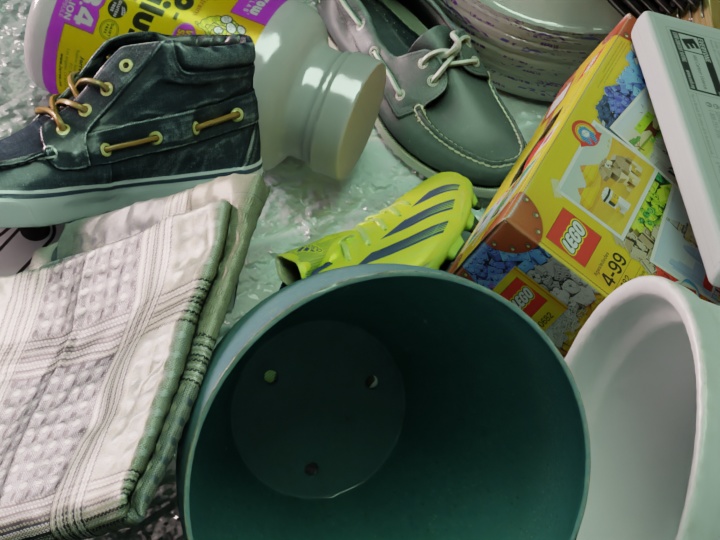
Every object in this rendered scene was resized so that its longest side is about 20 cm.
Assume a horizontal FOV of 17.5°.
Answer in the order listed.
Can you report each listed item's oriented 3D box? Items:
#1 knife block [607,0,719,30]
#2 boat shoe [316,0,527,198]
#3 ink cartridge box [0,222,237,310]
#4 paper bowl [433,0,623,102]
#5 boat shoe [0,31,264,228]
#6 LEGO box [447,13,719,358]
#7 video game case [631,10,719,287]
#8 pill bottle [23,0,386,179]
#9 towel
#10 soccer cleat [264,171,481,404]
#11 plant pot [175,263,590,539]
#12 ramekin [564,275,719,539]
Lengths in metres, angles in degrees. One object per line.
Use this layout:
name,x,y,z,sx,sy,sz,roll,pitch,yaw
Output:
knife block,0.219,-0.180,1.410,0.199,0.064,0.177,1,80,-36
boat shoe,0.038,-0.123,1.418,0.072,0.062,0.200,-20,53,-27
ink cartridge box,-0.173,-0.015,1.288,0.198,0.044,0.094,-6,50,-16
paper bowl,0.130,-0.208,1.490,0.199,0.105,0.202,6,47,-6
boat shoe,-0.147,-0.078,1.245,0.199,0.092,0.071,-7,17,-24
LEGO box,0.155,-0.024,1.301,0.149,0.077,0.200,37,47,-4
video game case,0.250,-0.053,1.284,0.181,0.023,0.201,11,42,-22
pill bottle,-0.089,-0.123,1.365,0.199,0.105,0.105,22,46,11
towel,-0.140,0.047,1.130,0.034,0.192,0.201,39,53,-29
soccer cleat,0.000,0.000,1.285,0.083,0.065,0.200,36,51,1
plant pot,-0.004,0.084,1.144,0.198,0.202,0.135,-6,14,-16
ramekin,0.158,0.111,1.123,0.097,0.201,0.201,15,44,-17
